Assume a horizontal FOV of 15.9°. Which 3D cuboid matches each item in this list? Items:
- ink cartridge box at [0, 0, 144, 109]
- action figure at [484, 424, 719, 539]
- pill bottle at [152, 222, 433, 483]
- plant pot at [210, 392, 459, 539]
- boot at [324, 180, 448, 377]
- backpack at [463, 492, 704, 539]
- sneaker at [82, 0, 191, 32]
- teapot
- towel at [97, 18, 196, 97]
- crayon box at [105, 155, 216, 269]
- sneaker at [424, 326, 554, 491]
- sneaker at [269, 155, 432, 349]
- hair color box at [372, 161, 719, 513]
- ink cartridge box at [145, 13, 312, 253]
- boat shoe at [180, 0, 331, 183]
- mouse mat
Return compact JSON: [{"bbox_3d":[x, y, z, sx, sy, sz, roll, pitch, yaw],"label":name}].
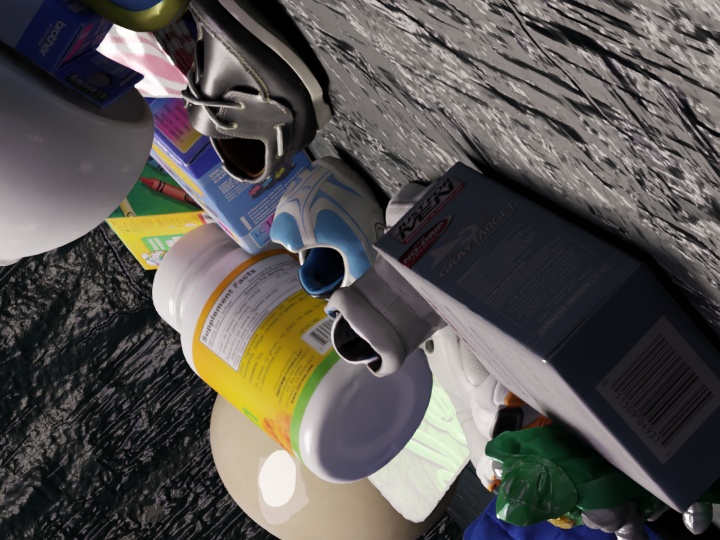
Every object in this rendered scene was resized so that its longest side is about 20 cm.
[{"bbox_3d":[-0.205,-0.167,1.432,0.200,0.042,0.119,37,-167,-2],"label":"ink cartridge box"},{"bbox_3d":[0.109,0.098,1.183,0.118,0.055,0.200,23,-173,27],"label":"action figure"},{"bbox_3d":[-0.053,0.049,1.769,0.200,0.111,0.111,37,171,37],"label":"pill bottle"},{"bbox_3d":[-0.005,0.094,1.941,0.200,0.200,0.135,44,145,18],"label":"plant pot"},{"bbox_3d":[0.018,0.008,1.381,0.074,0.096,0.200,46,175,3],"label":"boot"},{"bbox_3d":[0.162,0.230,1.600,0.162,0.168,0.200,41,174,-29],"label":"backpack"},{"bbox_3d":[-0.165,-0.210,1.365,0.200,0.076,0.105,35,166,-5],"label":"sneaker"},{"bbox_3d":[-0.223,-0.069,1.449,0.199,0.146,0.197,22,-162,-45],"label":"teapot"},{"bbox_3d":[-0.184,-0.175,1.527,0.146,0.030,0.200,5,137,42],"label":"towel"},{"bbox_3d":[-0.117,-0.050,1.888,0.200,0.118,0.059,71,-167,-79],"label":"crayon box"},{"bbox_3d":[0.080,0.065,1.547,0.092,0.076,0.200,52,170,18],"label":"sneaker"},{"bbox_3d":[0.000,0.000,1.631,0.072,0.073,0.200,40,174,38],"label":"sneaker"},{"bbox_3d":[0.089,0.024,1.126,0.099,0.061,0.200,47,175,-24],"label":"hair color box"},{"bbox_3d":[-0.112,-0.109,1.685,0.136,0.076,0.200,44,173,23],"label":"ink cartridge box"},{"bbox_3d":[-0.063,-0.099,1.392,0.072,0.068,0.200,46,174,15],"label":"boat shoe"},{"bbox_3d":[0.008,0.065,1.816,0.200,0.161,0.008,44,-141,14],"label":"mouse mat"}]
